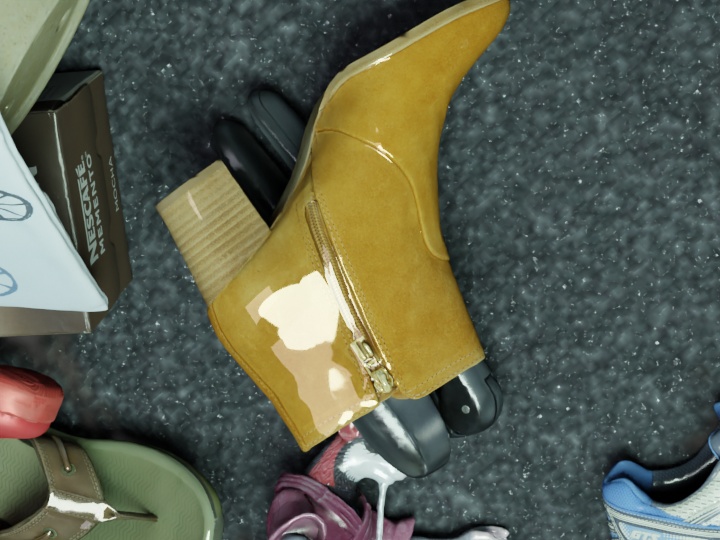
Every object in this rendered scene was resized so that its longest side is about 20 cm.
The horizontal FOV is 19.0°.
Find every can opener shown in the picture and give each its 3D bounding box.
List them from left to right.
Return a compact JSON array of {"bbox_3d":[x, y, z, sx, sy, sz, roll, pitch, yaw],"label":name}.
[{"bbox_3d":[0.000,0.000,1.031,0.063,0.079,0.201,-30,91,23],"label":"can opener"}]

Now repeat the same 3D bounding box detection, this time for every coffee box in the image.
[{"bbox_3d":[-0.221,-0.030,1.051,0.198,0.080,0.114,-3,108,12],"label":"coffee box"}]

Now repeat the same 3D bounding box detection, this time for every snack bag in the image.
[{"bbox_3d":[-0.220,-0.033,0.926,0.187,0.200,0.022,4,66,11],"label":"snack bag"}]

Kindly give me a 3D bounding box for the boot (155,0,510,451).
[{"bbox_3d":[0.020,-0.022,0.984,0.201,0.071,0.144,-36,92,-5],"label":"boot"}]

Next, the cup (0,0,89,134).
[{"bbox_3d":[-0.198,-0.127,0.928,0.143,0.200,0.201,31,112,-1],"label":"cup"}]

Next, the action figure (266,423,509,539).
[{"bbox_3d":[-0.021,0.164,1.068,0.148,0.134,0.202,-3,74,35],"label":"action figure"}]

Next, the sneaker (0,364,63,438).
[{"bbox_3d":[-0.227,0.098,1.057,0.199,0.078,0.117,2,81,42],"label":"sneaker"}]

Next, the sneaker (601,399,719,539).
[{"bbox_3d":[0.204,0.098,1.018,0.199,0.077,0.086,-22,99,17],"label":"sneaker"}]

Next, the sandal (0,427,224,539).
[{"bbox_3d":[-0.162,0.113,1.080,0.200,0.057,0.080,19,97,18],"label":"sandal"}]
